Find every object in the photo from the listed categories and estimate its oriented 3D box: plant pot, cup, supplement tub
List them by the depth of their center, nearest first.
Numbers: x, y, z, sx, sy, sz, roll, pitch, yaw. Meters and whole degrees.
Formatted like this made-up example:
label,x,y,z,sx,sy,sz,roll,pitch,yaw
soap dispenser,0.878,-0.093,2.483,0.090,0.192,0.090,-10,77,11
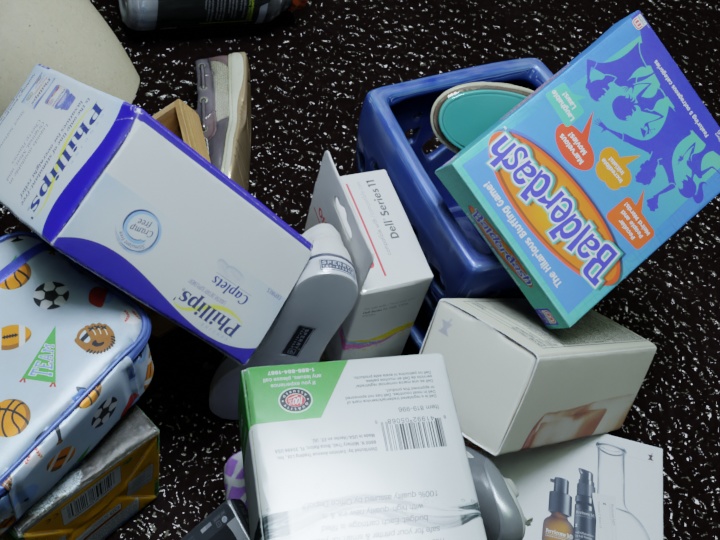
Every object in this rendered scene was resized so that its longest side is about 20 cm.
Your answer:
label,x,y,z,sx,sy,sz,roll,pitch,yaw
plant pot,0.106,-0.048,0.929,0.198,0.181,0.201,-15,59,-26
cup,-0.288,-0.169,0.939,0.142,0.200,0.202,29,49,-23
supplement tub,-0.159,-0.325,1.101,0.197,0.123,0.124,-8,57,-19

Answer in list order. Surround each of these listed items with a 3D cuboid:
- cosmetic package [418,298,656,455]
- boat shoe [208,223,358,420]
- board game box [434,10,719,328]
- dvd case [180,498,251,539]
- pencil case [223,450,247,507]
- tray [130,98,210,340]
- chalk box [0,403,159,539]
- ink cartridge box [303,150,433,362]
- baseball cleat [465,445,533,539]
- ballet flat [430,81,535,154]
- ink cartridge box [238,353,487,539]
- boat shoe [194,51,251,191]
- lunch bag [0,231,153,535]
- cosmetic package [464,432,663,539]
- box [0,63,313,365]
label,x,y,z,sx,sy,sz,roll,pitch,yaw
cosmetic package,0.144,0.081,0.838,0.103,0.088,0.199,32,19,38
boat shoe,-0.067,0.044,0.822,0.071,0.201,0.066,12,43,-23
board game box,0.179,-0.077,0.788,0.199,0.045,0.153,-40,96,-12
dvd case,-0.091,0.282,0.692,0.150,0.025,0.201,-40,65,12
pencil case,-0.052,0.224,0.769,0.085,0.084,0.202,22,45,-41
tray,-0.173,-0.048,0.924,0.098,0.037,0.202,-29,57,17
chalk box,-0.259,0.112,0.769,0.124,0.125,0.200,-35,68,-30
ink cartridge box,0.000,0.000,0.860,0.066,0.201,0.118,-11,58,-20
baseball cleat,0.034,0.152,0.784,0.105,0.071,0.200,-11,32,-33
ballet flat,0.146,-0.117,0.844,0.197,0.070,0.070,8,53,-14
ink cartridge box,0.000,0.165,0.673,0.144,0.083,0.202,-2,55,-12
boat shoe,-0.142,-0.131,1.006,0.064,0.072,0.202,-2,59,3
lunch bag,-0.247,0.072,0.679,0.159,0.076,0.200,34,55,16
cosmetic package,0.149,0.199,0.849,0.197,0.052,0.152,14,51,-3
box,-0.165,-0.045,0.760,0.199,0.184,0.106,28,83,49
